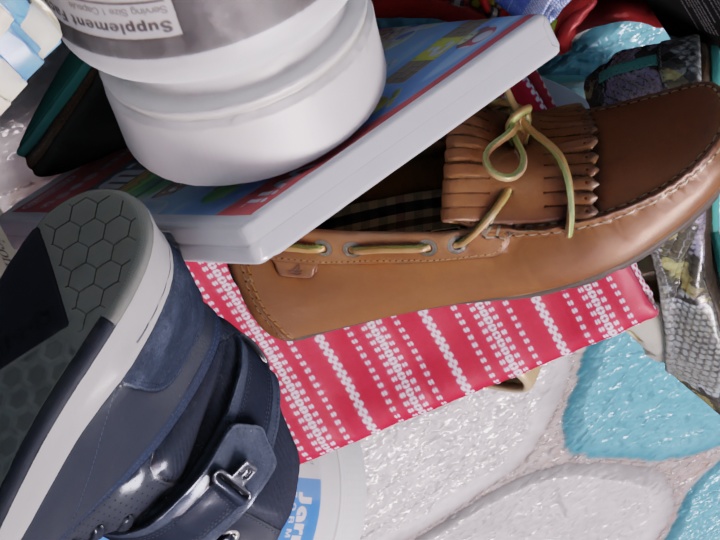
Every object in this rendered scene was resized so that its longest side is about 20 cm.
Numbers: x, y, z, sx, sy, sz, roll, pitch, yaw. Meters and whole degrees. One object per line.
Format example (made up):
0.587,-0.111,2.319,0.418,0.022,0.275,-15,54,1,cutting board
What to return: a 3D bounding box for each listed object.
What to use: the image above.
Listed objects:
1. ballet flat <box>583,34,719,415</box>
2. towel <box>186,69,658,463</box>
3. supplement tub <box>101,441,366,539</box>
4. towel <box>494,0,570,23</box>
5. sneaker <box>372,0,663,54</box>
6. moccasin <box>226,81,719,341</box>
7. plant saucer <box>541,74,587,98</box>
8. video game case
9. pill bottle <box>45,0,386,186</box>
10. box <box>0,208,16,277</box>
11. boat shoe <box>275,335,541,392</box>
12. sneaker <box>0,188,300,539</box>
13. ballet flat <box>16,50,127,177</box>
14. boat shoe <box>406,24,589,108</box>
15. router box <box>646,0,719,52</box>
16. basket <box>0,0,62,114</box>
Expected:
0.123,-0.014,1.101,0.072,0.072,0.201,-24,134,-10,ballet flat
0.000,0.000,1.067,0.199,0.023,0.145,-23,115,15,towel
-0.105,0.093,1.170,0.200,0.132,0.132,9,131,-50,supplement tub
0.068,-0.195,0.914,0.200,0.147,0.024,-50,170,31,towel
0.055,-0.122,1.053,0.199,0.085,0.077,-10,141,-31,sneaker
0.043,-0.034,0.997,0.200,0.074,0.078,-10,132,17,moccasin
0.054,-0.024,1.234,0.199,0.036,0.200,-21,145,-15,plant saucer
-0.035,-0.048,0.983,0.143,0.200,0.018,-36,109,-25,video game case
-0.060,-0.133,0.863,0.113,0.114,0.201,-25,128,-8,pill bottle
-0.215,0.034,1.007,0.109,0.128,0.200,-46,146,22,box
-0.016,0.016,1.126,0.199,0.070,0.074,4,157,7,boat shoe
-0.103,0.092,0.912,0.203,0.077,0.146,-52,142,-12,sneaker
-0.067,-0.098,0.989,0.068,0.068,0.200,25,129,-6,ballet flat
0.064,-0.045,1.128,0.057,0.069,0.200,-43,138,23,boat shoe
0.160,-0.169,1.036,0.158,0.052,0.200,-63,149,-10,router box
-0.204,-0.057,0.848,0.200,0.176,0.139,-39,137,0,basket
